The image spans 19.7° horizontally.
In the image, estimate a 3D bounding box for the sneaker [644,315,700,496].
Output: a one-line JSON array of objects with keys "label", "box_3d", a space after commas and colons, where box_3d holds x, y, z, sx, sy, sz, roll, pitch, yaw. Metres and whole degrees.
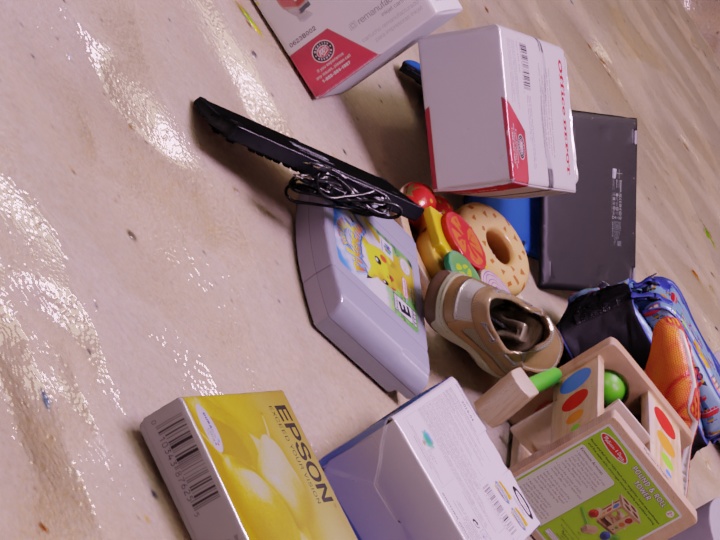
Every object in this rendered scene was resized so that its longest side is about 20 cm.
[{"label": "sneaker", "box_3d": [0.264, 0.140, 1.880, 0.073, 0.077, 0.201, -110, -156, -76]}]

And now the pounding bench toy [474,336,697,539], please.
[{"label": "pounding bench toy", "box_3d": [0.181, 0.132, 1.778, 0.200, 0.124, 0.156, 50, 22, -17]}]

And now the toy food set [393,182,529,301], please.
[{"label": "toy food set", "box_3d": [0.101, 0.002, 1.891, 0.200, 0.049, 0.198, 35, 31, -45]}]

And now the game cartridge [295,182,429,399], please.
[{"label": "game cartridge", "box_3d": [0.000, 0.000, 1.697, 0.133, 0.040, 0.200, 39, 27, -30]}]

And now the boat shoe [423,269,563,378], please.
[{"label": "boat shoe", "box_3d": [0.132, 0.054, 1.759, 0.200, 0.076, 0.072, 22, 78, -55]}]

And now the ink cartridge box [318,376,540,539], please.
[{"label": "ink cartridge box", "box_3d": [0.058, 0.163, 1.532, 0.137, 0.076, 0.200, 60, 21, 3]}]

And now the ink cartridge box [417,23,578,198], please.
[{"label": "ink cartridge box", "box_3d": [0.131, -0.143, 1.938, 0.200, 0.083, 0.147, 3, 81, -68]}]

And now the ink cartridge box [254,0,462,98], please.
[{"label": "ink cartridge box", "box_3d": [-0.026, -0.279, 1.876, 0.200, 0.145, 0.083, 58, 22, 3]}]

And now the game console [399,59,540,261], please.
[{"label": "game console", "box_3d": [0.123, -0.111, 2.135, 0.171, 0.119, 0.200, 33, 6, 34]}]

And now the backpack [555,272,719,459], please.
[{"label": "backpack", "box_3d": [0.272, 0.090, 2.012, 0.183, 0.134, 0.200, 61, 13, -7]}]

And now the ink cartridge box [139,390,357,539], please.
[{"label": "ink cartridge box", "box_3d": [-0.041, 0.173, 1.357, 0.198, 0.047, 0.200, 62, 24, 13]}]

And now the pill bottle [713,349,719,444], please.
[{"label": "pill bottle", "box_3d": [0.457, 0.174, 2.326, 0.200, 0.114, 0.114, 60, 22, 7]}]

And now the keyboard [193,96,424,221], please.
[{"label": "keyboard", "box_3d": [-0.043, -0.075, 1.659, 0.200, 0.040, 0.104, 22, 11, -31]}]

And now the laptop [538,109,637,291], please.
[{"label": "laptop", "box_3d": [0.237, -0.067, 2.209, 0.200, 0.116, 0.188, 4, 85, -34]}]

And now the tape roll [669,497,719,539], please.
[{"label": "tape roll", "box_3d": [0.366, 0.322, 1.992, 0.200, 0.066, 0.200, 46, 23, -26]}]
